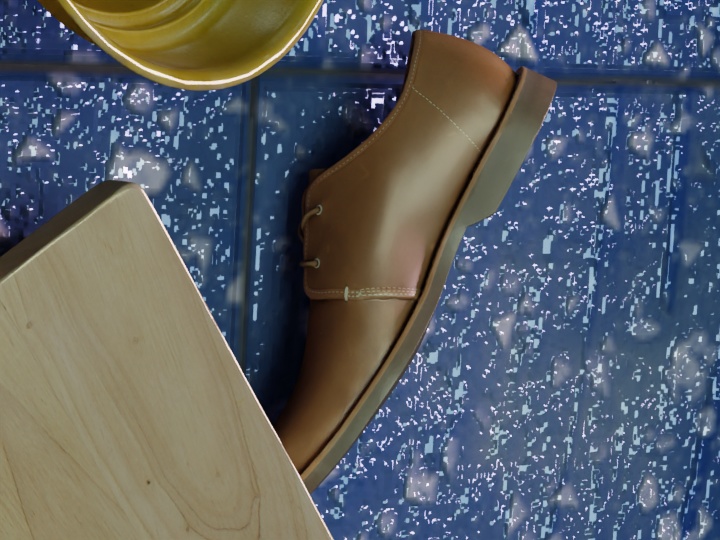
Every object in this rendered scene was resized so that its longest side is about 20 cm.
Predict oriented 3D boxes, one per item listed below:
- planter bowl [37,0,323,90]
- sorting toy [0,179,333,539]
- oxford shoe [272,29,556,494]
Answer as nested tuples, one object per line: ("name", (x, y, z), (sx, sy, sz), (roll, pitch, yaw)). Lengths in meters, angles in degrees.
("planter bowl", (-0.092, -0.160, 1.024), (0.200, 0.083, 0.202), (5, 84, -54))
("sorting toy", (-0.125, 0.102, 1.063), (0.199, 0.069, 0.201), (-38, 116, -24))
("oxford shoe", (0.000, 0.000, 1.147), (0.071, 0.071, 0.201), (28, 80, -5))
